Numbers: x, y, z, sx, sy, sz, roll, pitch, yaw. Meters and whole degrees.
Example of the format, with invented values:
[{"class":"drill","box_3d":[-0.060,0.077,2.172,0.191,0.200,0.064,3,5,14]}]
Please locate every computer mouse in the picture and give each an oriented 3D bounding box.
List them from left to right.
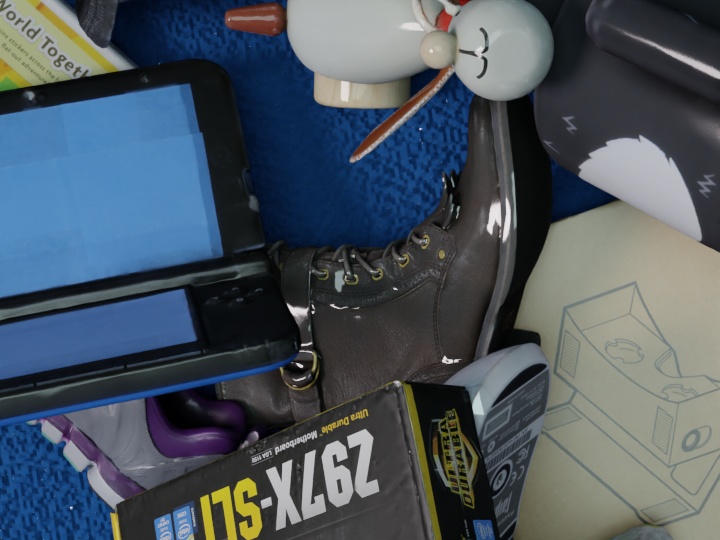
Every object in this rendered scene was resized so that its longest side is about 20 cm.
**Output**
[{"class":"computer mouse","box_3d":[0.043,0.113,0.768,0.044,0.110,0.201,27,124,29]}]

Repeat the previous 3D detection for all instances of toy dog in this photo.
[{"class":"toy dog","box_3d":[0.002,-0.114,0.752,0.096,0.200,0.132,-7,85,-20]}]

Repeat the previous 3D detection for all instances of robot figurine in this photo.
[{"class":"robot figurine","box_3d":[0.155,-0.075,0.720,0.200,0.150,0.125,32,133,31]}]

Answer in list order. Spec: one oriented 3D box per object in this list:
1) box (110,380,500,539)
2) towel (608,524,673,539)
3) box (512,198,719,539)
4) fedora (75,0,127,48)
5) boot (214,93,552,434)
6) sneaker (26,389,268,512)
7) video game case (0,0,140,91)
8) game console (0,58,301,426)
[{"class":"box","box_3d":[-0.022,0.153,0.717,0.200,0.049,0.160,-26,65,40]},{"class":"towel","box_3d":[0.069,0.216,0.756,0.048,0.171,0.200,39,109,-1]},{"class":"box","box_3d":[0.138,0.066,0.831,0.163,0.021,0.201,-20,89,9]},{"class":"fedora","box_3d":[-0.083,-0.204,0.788,0.091,0.201,0.201,4,93,-14]},{"class":"boot","box_3d":[0.000,0.000,0.809,0.173,0.069,0.201,7,102,20]},{"class":"sneaker","box_3d":[-0.140,0.038,0.824,0.200,0.074,0.088,41,117,-13]},{"class":"video game case","box_3d":[-0.227,-0.083,0.833,0.200,0.023,0.182,41,96,-20]},{"class":"game console","box_3d":[-0.140,-0.015,0.747,0.199,0.171,0.119,-12,106,-7]}]
